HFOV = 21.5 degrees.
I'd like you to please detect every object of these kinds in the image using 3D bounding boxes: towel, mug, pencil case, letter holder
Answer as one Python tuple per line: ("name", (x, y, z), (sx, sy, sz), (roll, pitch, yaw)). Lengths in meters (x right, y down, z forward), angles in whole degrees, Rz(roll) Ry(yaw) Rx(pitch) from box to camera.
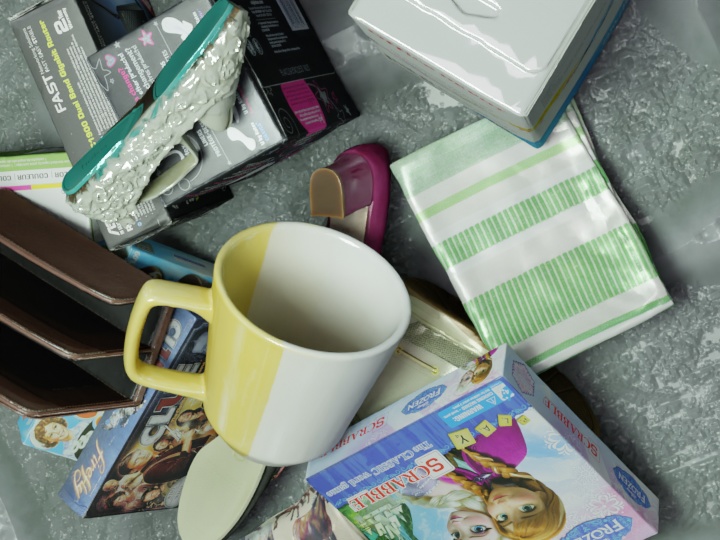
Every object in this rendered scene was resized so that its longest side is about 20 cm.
("towel", (0.135, -0.029, 1.471), (0.152, 0.023, 0.200), (-27, 83, 1))
("mug", (-0.069, 0.059, 1.446), (0.186, 0.149, 0.153), (29, 130, 12))
("pencil case", (-0.070, 0.243, 1.588), (0.200, 0.078, 0.090), (-38, 86, 19))
("letter holder", (-0.269, 0.023, 1.465), (0.200, 0.142, 0.101), (29, 108, 29))

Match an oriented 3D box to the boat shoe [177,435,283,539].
("boat shoe", (-0.086, 0.149, 1.577), (0.074, 0.063, 0.202), (38, 107, 37))

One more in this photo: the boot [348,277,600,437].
("boot", (0.078, 0.121, 1.526), (0.200, 0.072, 0.155), (37, 107, 12))

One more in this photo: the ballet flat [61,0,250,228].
("ballet flat", (-0.131, -0.107, 1.346), (0.072, 0.072, 0.200), (47, 111, 4))

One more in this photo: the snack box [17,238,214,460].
("snack box", (-0.190, 0.073, 1.581), (0.116, 0.037, 0.200), (21, 110, -29))

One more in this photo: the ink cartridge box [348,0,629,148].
("ink cartridge box", (0.101, -0.195, 1.378), (0.147, 0.200, 0.146), (32, 93, 8))

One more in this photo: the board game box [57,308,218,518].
("board game box", (-0.150, 0.112, 1.557), (0.035, 0.135, 0.200), (40, 110, 28))

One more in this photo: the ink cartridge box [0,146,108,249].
("ink cartridge box", (-0.273, -0.001, 1.604), (0.147, 0.076, 0.201), (-3, 98, 17))

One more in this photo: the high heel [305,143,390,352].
("high heel", (0.000, 0.000, 1.525), (0.067, 0.096, 0.201), (15, 113, 28))

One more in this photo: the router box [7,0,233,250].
("router box", (-0.188, -0.126, 1.517), (0.062, 0.150, 0.200), (-23, 93, 18))

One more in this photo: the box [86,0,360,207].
("box", (-0.103, -0.140, 1.462), (0.115, 0.200, 0.132), (-28, 91, 18))

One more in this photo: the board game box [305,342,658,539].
("board game box", (0.096, 0.172, 1.484), (0.200, 0.041, 0.200), (-31, 118, 30))
